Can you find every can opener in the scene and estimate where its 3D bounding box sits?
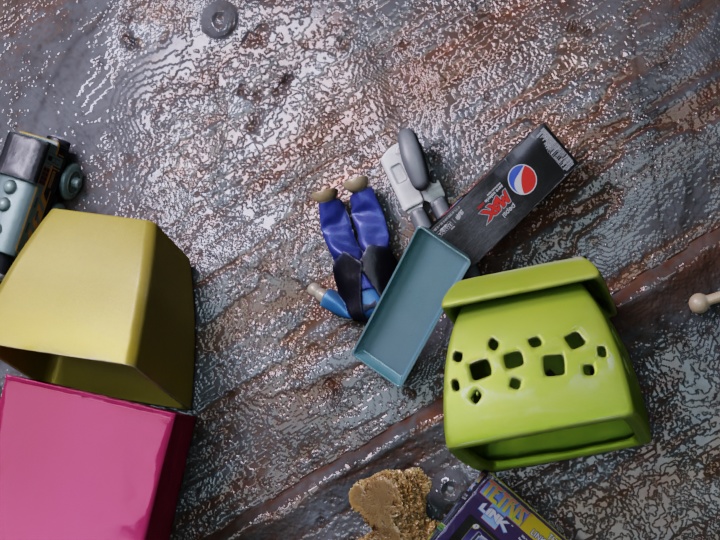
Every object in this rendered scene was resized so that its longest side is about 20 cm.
[{"bbox_3d":[0.079,-0.063,1.673,0.052,0.066,0.202,-26,80,8],"label":"can opener"}]

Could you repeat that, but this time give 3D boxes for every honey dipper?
[{"bbox_3d":[0.451,0.009,1.575,0.198,0.038,0.038,-21,76,13],"label":"honey dipper"}]

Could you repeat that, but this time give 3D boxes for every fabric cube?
[{"bbox_3d":[-0.308,0.237,1.633,0.194,0.200,0.202,12,84,2],"label":"fabric cube"}]

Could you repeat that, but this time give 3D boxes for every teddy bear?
[{"bbox_3d":[0.052,0.319,1.619,0.144,0.067,0.201,-35,80,16],"label":"teddy bear"}]

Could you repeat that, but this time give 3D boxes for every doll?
[{"bbox_3d":[0.000,0.000,1.688,0.135,0.048,0.202,-19,82,10],"label":"doll"}]

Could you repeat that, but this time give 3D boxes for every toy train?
[{"bbox_3d":[-0.408,-0.075,1.773,0.084,0.114,0.202,18,85,17],"label":"toy train"}]

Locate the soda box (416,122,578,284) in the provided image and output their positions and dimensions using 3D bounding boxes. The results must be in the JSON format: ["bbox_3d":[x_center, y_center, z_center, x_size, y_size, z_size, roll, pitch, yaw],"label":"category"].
[{"bbox_3d":[0.146,-0.070,1.619,0.200,0.071,0.063,-43,91,-12],"label":"soda box"}]

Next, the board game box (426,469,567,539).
[{"bbox_3d":[0.155,0.339,1.550,0.200,0.057,0.166,42,83,2],"label":"board game box"}]

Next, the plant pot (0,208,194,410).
[{"bbox_3d":[-0.297,0.039,1.692,0.198,0.200,0.178,7,73,16],"label":"plant pot"}]

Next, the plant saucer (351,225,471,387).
[{"bbox_3d":[0.056,0.039,1.597,0.070,0.019,0.201,34,129,9],"label":"plant saucer"}]

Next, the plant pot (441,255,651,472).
[{"bbox_3d":[0.191,0.099,1.548,0.198,0.199,0.183,-11,72,13],"label":"plant pot"}]
